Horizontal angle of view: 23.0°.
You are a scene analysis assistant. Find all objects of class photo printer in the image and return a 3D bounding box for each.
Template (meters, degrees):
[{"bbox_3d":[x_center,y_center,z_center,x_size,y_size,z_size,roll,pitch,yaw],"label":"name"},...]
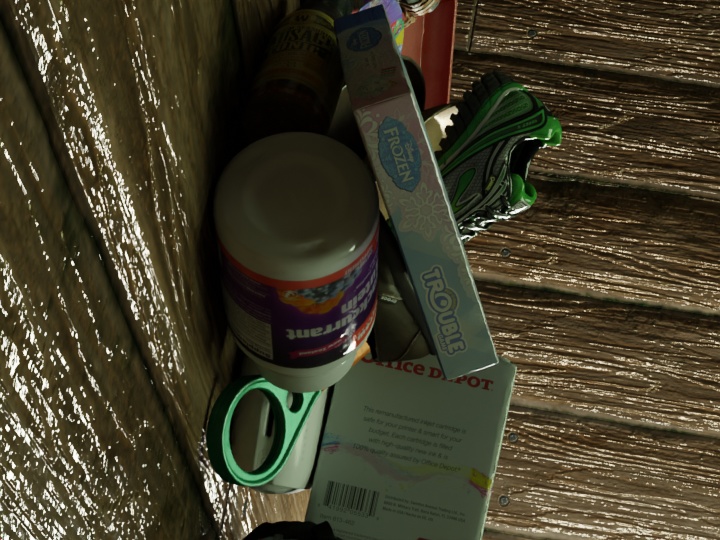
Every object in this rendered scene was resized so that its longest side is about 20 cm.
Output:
[{"bbox_3d":[-0.060,0.103,1.471,0.200,0.069,0.168,66,33,-82],"label":"photo printer"}]

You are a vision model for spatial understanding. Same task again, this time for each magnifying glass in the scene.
[{"bbox_3d":[-0.049,0.094,1.352,0.200,0.022,0.080,-39,121,-47],"label":"magnifying glass"}]

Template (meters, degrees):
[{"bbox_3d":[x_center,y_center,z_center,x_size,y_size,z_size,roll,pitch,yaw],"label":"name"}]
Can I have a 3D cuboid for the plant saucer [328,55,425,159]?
[{"bbox_3d":[-0.020,-0.086,1.397,0.200,0.034,0.201,-44,153,-29],"label":"plant saucer"}]

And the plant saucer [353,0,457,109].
[{"bbox_3d":[0.014,-0.152,1.640,0.200,0.037,0.201,-21,120,-52],"label":"plant saucer"}]

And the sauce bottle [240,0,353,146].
[{"bbox_3d":[-0.041,-0.153,1.290,0.201,0.066,0.066,-79,176,-54],"label":"sauce bottle"}]

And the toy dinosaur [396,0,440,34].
[{"bbox_3d":[0.038,-0.264,1.542,0.136,0.101,0.201,58,36,-46],"label":"toy dinosaur"}]

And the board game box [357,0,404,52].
[{"bbox_3d":[-0.001,-0.129,1.487,0.201,0.039,0.158,-60,163,-5],"label":"board game box"}]

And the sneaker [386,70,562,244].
[{"bbox_3d":[0.086,-0.057,1.407,0.201,0.085,0.078,-59,156,4],"label":"sneaker"}]

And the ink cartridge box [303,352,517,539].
[{"bbox_3d":[0.039,0.161,1.468,0.083,0.145,0.201,77,26,-81],"label":"ink cartridge box"}]

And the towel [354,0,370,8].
[{"bbox_3d":[0.022,-0.204,1.682,0.200,0.023,0.145,-19,120,-51],"label":"towel"}]

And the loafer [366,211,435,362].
[{"bbox_3d":[0.000,0.000,1.338,0.201,0.071,0.073,60,2,-29],"label":"loafer"}]

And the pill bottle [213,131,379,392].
[{"bbox_3d":[-0.042,0.004,1.237,0.200,0.111,0.112,90,10,-59],"label":"pill bottle"}]

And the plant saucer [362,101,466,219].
[{"bbox_3d":[0.032,-0.056,1.454,0.200,0.035,0.201,-44,153,-29],"label":"plant saucer"}]

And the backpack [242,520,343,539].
[{"bbox_3d":[-0.073,0.298,1.324,0.200,0.126,0.168,-64,147,-66],"label":"backpack"}]

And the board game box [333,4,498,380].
[{"bbox_3d":[0.035,-0.058,1.212,0.199,0.043,0.201,-103,174,-66],"label":"board game box"}]
